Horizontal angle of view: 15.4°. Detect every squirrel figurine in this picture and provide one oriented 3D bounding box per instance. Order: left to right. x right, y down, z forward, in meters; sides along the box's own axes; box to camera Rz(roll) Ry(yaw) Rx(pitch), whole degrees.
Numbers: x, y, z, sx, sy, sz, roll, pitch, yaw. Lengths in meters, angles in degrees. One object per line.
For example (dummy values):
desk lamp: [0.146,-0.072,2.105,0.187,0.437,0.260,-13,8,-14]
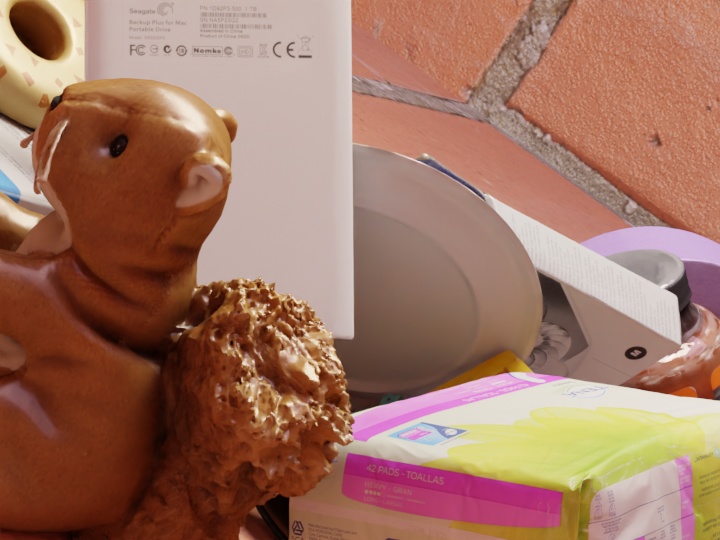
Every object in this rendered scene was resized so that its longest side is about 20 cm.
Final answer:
squirrel figurine: [-0.092,0.022,1.121,0.199,0.187,0.142,33,10,-5]

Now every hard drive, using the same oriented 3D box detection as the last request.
hard drive: [-0.069,-0.067,1.305,0.131,0.202,0.026,0,-4,-11]

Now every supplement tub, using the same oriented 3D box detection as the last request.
supplement tub: [0.179,0.092,1.598,0.107,0.106,0.201,-122,-163,-66]

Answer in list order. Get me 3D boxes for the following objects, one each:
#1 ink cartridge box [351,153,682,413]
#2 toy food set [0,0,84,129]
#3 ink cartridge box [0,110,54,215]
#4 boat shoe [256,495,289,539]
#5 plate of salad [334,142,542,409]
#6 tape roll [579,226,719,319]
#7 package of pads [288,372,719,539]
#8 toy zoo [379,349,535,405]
ink cartridge box: [0.044,0.036,1.494,0.199,0.199,0.041,27,44,-32]
toy food set: [-0.147,-0.159,1.431,0.199,0.049,0.199,3,65,-38]
ink cartridge box: [-0.203,-0.038,1.341,0.146,0.085,0.200,40,11,28]
boat shoe: [0.012,0.147,1.256,0.067,0.072,0.200,-5,37,-33]
plate of salad: [0.000,0.000,1.405,0.199,0.200,0.048,31,45,-14]
tape roll: [0.183,0.077,1.686,0.199,0.201,0.066,30,12,-21]
package of pads: [0.085,0.095,1.186,0.154,0.069,0.200,7,11,33]
toy zoo: [0.061,0.116,1.342,0.200,0.131,0.021,47,-11,48]
